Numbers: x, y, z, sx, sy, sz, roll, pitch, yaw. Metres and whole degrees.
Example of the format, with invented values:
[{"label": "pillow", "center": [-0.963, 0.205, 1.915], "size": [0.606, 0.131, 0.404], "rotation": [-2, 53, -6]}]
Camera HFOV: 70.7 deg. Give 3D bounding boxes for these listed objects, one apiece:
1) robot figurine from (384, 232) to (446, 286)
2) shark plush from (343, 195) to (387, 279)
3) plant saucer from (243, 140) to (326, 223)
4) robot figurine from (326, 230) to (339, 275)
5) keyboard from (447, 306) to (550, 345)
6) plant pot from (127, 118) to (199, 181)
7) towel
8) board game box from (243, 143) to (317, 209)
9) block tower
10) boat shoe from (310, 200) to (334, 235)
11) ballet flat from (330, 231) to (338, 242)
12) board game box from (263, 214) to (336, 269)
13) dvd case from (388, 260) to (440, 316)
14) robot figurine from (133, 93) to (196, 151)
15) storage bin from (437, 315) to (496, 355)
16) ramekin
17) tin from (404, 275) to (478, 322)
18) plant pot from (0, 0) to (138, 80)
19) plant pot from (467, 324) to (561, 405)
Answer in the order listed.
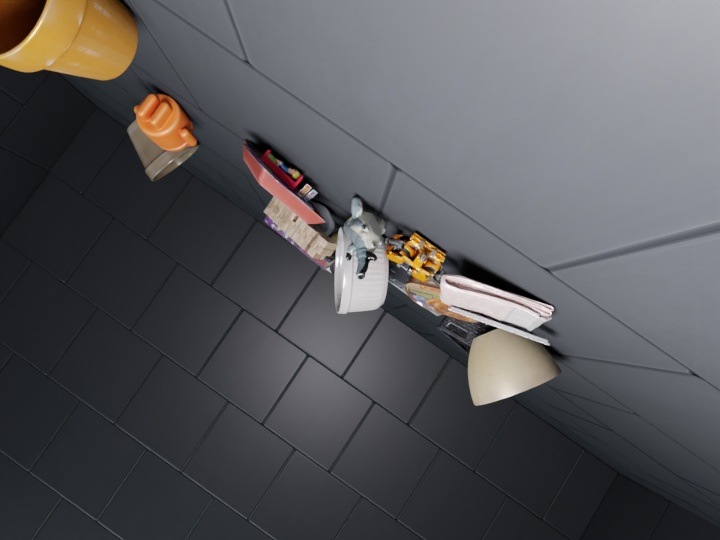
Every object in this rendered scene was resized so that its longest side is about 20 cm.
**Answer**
[{"label": "robot figurine", "center": [0.108, -0.027, 1.002], "size": [0.144, 0.058, 0.200], "rotation": [35, 175, -3]}, {"label": "shark plush", "center": [0.005, -0.047, 0.962], "size": [0.091, 0.083, 0.201], "rotation": [31, -148, -37]}, {"label": "plant saucer", "center": [-0.185, -0.195, 1.168], "size": [0.200, 0.037, 0.200], "rotation": [39, -171, -38]}, {"label": "robot figurine", "center": [-0.036, -0.037, 1.436], "size": [0.199, 0.150, 0.126], "rotation": [33, 138, 22]}, {"label": "keyboard", "center": [0.266, 0.108, 0.986], "size": [0.198, 0.011, 0.056], "rotation": [20, 174, 18]}, {"label": "plant pot", "center": [-0.673, -0.428, 1.696], "size": [0.174, 0.200, 0.200], "rotation": [52, 170, -13]}, {"label": "towel", "center": [0.235, 0.063, 0.924], "size": [0.189, 0.033, 0.200], "rotation": [19, 170, 12]}, {"label": "board game box", "center": [-0.163, -0.215, 1.090], "size": [0.158, 0.039, 0.200], "rotation": [49, -173, 32]}, {"label": "block tower", "center": [-0.146, -0.104, 1.209], "size": [0.200, 0.054, 0.058], "rotation": [42, -167, 23]}, {"label": "boat shoe", "center": [-0.114, -0.134, 1.328], "size": [0.068, 0.074, 0.199], "rotation": [31, -179, -42]}, {"label": "ballet flat", "center": [0.008, -0.060, 1.323], "size": [0.199, 0.071, 0.071], "rotation": [34, 174, 19]}, {"label": "board game box", "center": [-0.141, -0.081, 1.299], "size": [0.199, 0.032, 0.120], "rotation": [38, -157, 9]}, {"label": "dvd case", "center": [0.144, 0.032, 1.221], "size": [0.199, 0.025, 0.150], "rotation": [35, 156, -7]}, {"label": "robot figurine", "center": [-0.513, -0.388, 1.340], "size": [0.142, 0.118, 0.200], "rotation": [-5, 173, -1]}, {"label": "storage bin", "center": [0.306, 0.169, 1.293], "size": [0.200, 0.094, 0.135], "rotation": [39, 173, -41]}, {"label": "ramekin", "center": [0.000, 0.000, 1.178], "size": [0.104, 0.203, 0.200], "rotation": [2, 179, -9]}, {"label": "tin", "center": [0.188, 0.058, 1.133], "size": [0.199, 0.042, 0.112], "rotation": [15, 156, 41]}, {"label": "plant pot", "center": [-0.447, -0.379, 0.758], "size": [0.199, 0.201, 0.183], "rotation": [33, -171, 17]}, {"label": "plant pot", "center": [0.318, 0.197, 1.122], "size": [0.200, 0.199, 0.136], "rotation": [60, -173, -77]}]
